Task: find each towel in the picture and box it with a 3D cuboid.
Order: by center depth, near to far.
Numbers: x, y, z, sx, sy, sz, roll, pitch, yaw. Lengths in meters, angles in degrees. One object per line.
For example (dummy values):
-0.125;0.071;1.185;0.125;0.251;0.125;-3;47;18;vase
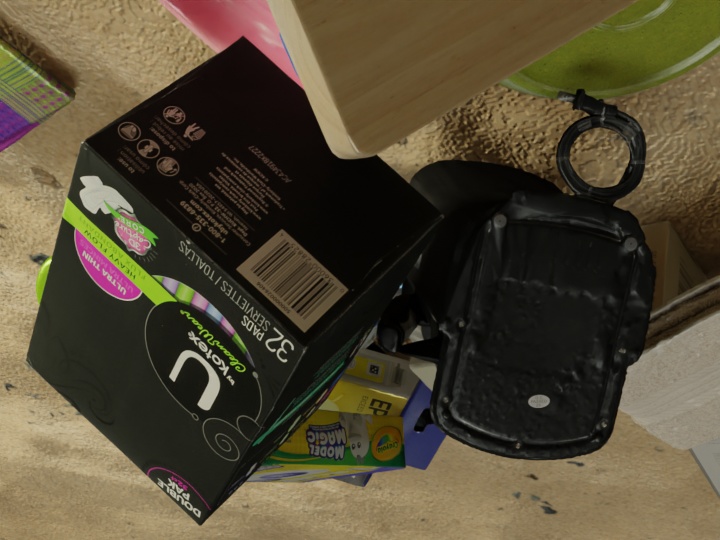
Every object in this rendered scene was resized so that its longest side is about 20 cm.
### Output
0.244;0.051;0.776;0.132;0.035;0.199;31;131;-33;towel
-0.305;-0.130;0.864;0.198;0.023;0.143;-19;135;40;towel

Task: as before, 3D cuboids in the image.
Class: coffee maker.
0.098;-0.008;0.745;0.134;0.193;0.200;32;-172;-13;coffee maker

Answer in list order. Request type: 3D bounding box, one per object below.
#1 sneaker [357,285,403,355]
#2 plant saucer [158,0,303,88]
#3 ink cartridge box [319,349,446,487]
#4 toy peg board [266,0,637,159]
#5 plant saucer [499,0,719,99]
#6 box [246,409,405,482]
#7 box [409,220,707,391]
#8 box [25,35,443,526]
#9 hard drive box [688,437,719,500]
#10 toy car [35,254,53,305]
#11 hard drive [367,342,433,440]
0.000;0.000;0.912;0.200;0.075;0.087;-41;77;34;sneaker
-0.065;-0.159;0.634;0.200;0.051;0.201;38;173;6;plant saucer
-0.018;0.125;1.070;0.197;0.047;0.198;17;147;-2;ink cartridge box
0.014;-0.175;0.483;0.097;0.199;0.201;4;122;60;toy peg board
0.129;-0.147;0.609;0.197;0.031;0.201;-7;146;-4;plant saucer
-0.067;0.135;0.951;0.116;0.049;0.199;-15;161;37;box
0.142;0.039;0.894;0.198;0.096;0.078;-13;140;33;box
-0.075;0.012;0.664;0.148;0.124;0.201;42;141;8;box
0.323;0.099;0.933;0.154;0.078;0.200;-7;143;29;hard drive box
-0.088;-0.013;0.848;0.200;0.164;0.158;-40;85;26;toy car
-0.036;0.124;1.145;0.198;0.033;0.140;-12;140;35;hard drive
